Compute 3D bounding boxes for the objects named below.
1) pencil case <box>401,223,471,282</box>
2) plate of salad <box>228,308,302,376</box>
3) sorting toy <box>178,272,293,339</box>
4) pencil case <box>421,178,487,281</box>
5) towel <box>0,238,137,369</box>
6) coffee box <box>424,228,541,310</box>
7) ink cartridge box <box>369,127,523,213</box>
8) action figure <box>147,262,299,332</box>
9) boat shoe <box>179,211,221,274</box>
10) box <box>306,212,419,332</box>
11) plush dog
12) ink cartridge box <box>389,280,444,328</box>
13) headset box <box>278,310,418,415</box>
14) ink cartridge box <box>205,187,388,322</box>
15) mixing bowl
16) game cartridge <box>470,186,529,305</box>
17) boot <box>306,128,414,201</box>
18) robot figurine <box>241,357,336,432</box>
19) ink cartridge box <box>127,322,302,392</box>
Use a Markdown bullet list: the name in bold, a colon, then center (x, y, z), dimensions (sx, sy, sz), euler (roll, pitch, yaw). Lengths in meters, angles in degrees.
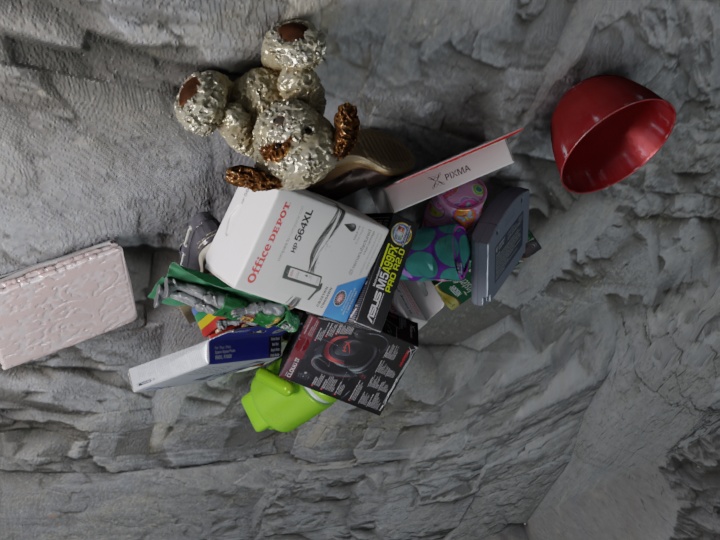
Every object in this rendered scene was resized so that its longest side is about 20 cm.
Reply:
- **pencil case**: center (0.066, -0.015, 1.764), dimensions (0.199, 0.093, 0.085), euler (-6, -163, 17)
- **plate of salad**: center (-0.159, 0.114, 1.875), dimensions (0.199, 0.048, 0.200), euler (-21, 150, -13)
- **sorting toy**: center (-0.159, 0.035, 1.662), dimensions (0.199, 0.070, 0.199), euler (-25, 171, -8)
- **pencil case**: center (0.138, -0.070, 1.823), dimensions (0.087, 0.088, 0.200), euler (-17, 150, -20)
- **towel**: center (-0.408, 0.046, 1.564), dimensions (0.199, 0.032, 0.191), euler (-20, 149, -17)
- **coffee box**: center (0.210, -0.016, 2.003), dimensions (0.200, 0.044, 0.123), euler (-34, 150, 8)
- **ink cartridge box**: center (0.126, -0.139, 1.649), dimensions (0.199, 0.045, 0.176), euler (-24, -175, -11)
- **action figure**: center (-0.170, 0.047, 1.527), dimensions (0.199, 0.055, 0.118), euler (14, 156, -24)
- **boat shoe**: center (-0.216, -0.025, 1.592), dimensions (0.072, 0.063, 0.200), euler (-28, 171, -21)
- **box**: center (0.000, 0.000, 1.641), dimensions (0.044, 0.200, 0.161), euler (23, 84, -21)
- **plush dog**: center (-0.095, -0.167, 1.362), dimensions (0.199, 0.172, 0.161), euler (-29, 151, -2)
- **ink cartridge box**: center (0.029, 0.071, 1.903), dimensions (0.200, 0.117, 0.067), euler (-42, 150, 21)
- **headset box**: center (-0.028, 0.121, 1.817), dimensions (0.199, 0.075, 0.149), euler (22, 117, -10)
- **ink cartridge box**: center (-0.082, -0.030, 1.513), dimensions (0.199, 0.084, 0.147), euler (18, 100, -42)
- **mixing bowl**: center (0.364, -0.223, 1.751), dimensions (0.199, 0.109, 0.200), euler (-22, 150, -14)
- **game cartridge**: center (0.222, -0.049, 1.834), dimensions (0.200, 0.041, 0.134), euler (-47, 138, -51)
- **boot**: center (-0.039, -0.124, 1.611), dimensions (0.199, 0.073, 0.166), euler (-3, 151, -38)
- **robot figurine**: center (-0.107, 0.199, 1.973), dimensions (0.200, 0.116, 0.175), euler (-35, 162, 23)
- **ink cartridge box**: center (-0.208, 0.130, 1.717), dimensions (0.199, 0.041, 0.199), euler (-22, 170, 27)
